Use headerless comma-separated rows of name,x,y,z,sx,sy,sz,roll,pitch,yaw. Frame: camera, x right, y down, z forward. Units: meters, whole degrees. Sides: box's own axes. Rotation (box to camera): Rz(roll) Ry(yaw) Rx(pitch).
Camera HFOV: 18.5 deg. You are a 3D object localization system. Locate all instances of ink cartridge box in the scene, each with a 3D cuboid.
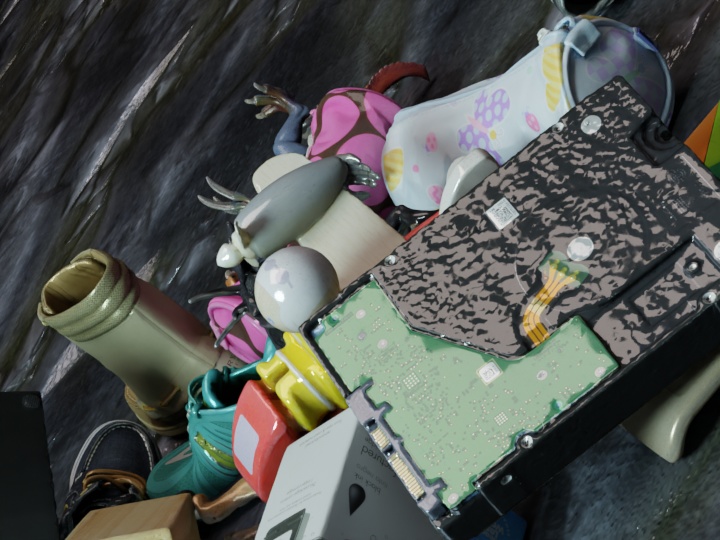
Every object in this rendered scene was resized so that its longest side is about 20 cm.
ink cartridge box,0.000,0.179,1.042,0.068,0.116,0.201,-33,29,43

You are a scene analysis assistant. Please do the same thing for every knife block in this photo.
knife block,-0.126,0.158,1.269,0.064,0.201,0.176,-11,46,0

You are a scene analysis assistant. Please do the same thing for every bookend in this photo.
bookend,-0.247,0.216,1.388,0.201,0.091,0.200,110,154,-47

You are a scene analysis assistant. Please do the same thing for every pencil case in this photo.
pencil case,0.093,-0.081,1.292,0.200,0.091,0.083,-26,34,56
pencil case,-0.033,-0.025,1.502,0.093,0.091,0.201,15,63,28

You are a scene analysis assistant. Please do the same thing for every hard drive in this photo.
hard drive,0.084,0.017,1.027,0.200,0.038,0.140,-38,51,0

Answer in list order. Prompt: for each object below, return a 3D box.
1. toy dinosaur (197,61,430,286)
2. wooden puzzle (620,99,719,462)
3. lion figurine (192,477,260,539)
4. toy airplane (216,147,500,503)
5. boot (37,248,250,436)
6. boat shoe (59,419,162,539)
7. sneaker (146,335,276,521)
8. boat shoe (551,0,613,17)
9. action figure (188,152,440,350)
toy dinosaur,-0.042,-0.051,1.576,0.199,0.105,0.182,-30,49,25
wooden puzzle,0.170,-0.017,1.086,0.201,0.037,0.185,-55,20,1
lion figurine,-0.031,0.138,1.243,0.122,0.073,0.200,-29,29,8
toy airplane,0.007,0.015,1.162,0.199,0.141,0.201,-12,65,40
boot,-0.163,0.052,1.572,0.073,0.155,0.200,-59,20,-14
boat shoe,-0.165,0.160,1.489,0.201,0.070,0.091,-87,6,-46
sneaker,-0.080,0.095,1.423,0.200,0.079,0.078,-39,25,40
boat shoe,0.181,-0.244,1.375,0.200,0.073,0.068,-49,16,16
action figure,0.000,0.000,1.308,0.199,0.119,0.102,-9,25,32
